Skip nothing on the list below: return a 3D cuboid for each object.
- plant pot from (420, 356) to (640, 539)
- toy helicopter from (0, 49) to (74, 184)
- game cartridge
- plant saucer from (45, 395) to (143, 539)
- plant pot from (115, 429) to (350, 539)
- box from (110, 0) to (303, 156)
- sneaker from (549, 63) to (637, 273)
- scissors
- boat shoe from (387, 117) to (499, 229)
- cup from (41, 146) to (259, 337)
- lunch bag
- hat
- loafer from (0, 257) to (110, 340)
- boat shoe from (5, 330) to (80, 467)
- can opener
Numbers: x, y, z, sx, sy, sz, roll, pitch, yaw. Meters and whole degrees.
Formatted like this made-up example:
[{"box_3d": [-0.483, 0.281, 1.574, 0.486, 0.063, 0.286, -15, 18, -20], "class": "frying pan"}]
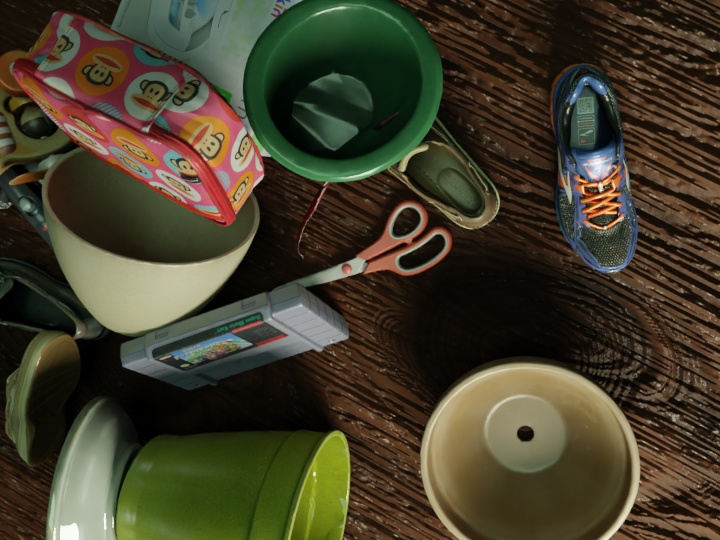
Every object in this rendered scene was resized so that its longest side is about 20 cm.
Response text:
[{"box_3d": [0.164, 0.175, 0.745, 0.201, 0.093, 0.201, 2, 99, 12], "class": "plant pot"}, {"box_3d": [-0.364, -0.118, 0.785, 0.132, 0.079, 0.200, 41, 70, -10], "class": "toy helicopter"}, {"box_3d": [-0.126, 0.073, 0.774, 0.200, 0.130, 0.038, -19, 69, 14], "class": "game cartridge"}, {"box_3d": [-0.261, 0.233, 0.791, 0.050, 0.200, 0.200, 5, 99, 1], "class": "plant saucer"}, {"box_3d": [-0.131, 0.245, 0.768, 0.193, 0.200, 0.201, 8, 100, 15], "class": "plant pot"}, {"box_3d": [-0.131, -0.239, 0.745, 0.176, 0.097, 0.200, 30, 103, 8], "class": "box"}, {"box_3d": [0.213, -0.093, 0.702, 0.075, 0.078, 0.200, -13, 95, 14], "class": "sneaker"}, {"box_3d": [0.000, 0.000, 0.793, 0.200, 0.014, 0.073, -33, 93, 13], "class": "scissors"}, {"box_3d": [0.054, -0.119, 0.733, 0.202, 0.075, 0.075, 38, 104, 4], "class": "boat shoe"}, {"box_3d": [-0.214, -0.017, 0.760, 0.200, 0.200, 0.143, 26, 126, 7], "class": "cup"}, {"box_3d": [-0.184, -0.124, 0.668, 0.200, 0.176, 0.082, 29, 76, 14], "class": "lunch bag"}, {"box_3d": [-0.025, -0.145, 0.733, 0.200, 0.176, 0.166, -34, 85, -3], "class": "hat"}, {"box_3d": [-0.379, 0.032, 0.852, 0.200, 0.063, 0.072, 15, 101, 9], "class": "loafer"}, {"box_3d": [-0.364, 0.136, 0.839, 0.064, 0.071, 0.200, 35, 124, 16], "class": "boat shoe"}, {"box_3d": [-0.333, -0.053, 0.829, 0.079, 0.063, 0.200, -36, 89, 14], "class": "can opener"}]
